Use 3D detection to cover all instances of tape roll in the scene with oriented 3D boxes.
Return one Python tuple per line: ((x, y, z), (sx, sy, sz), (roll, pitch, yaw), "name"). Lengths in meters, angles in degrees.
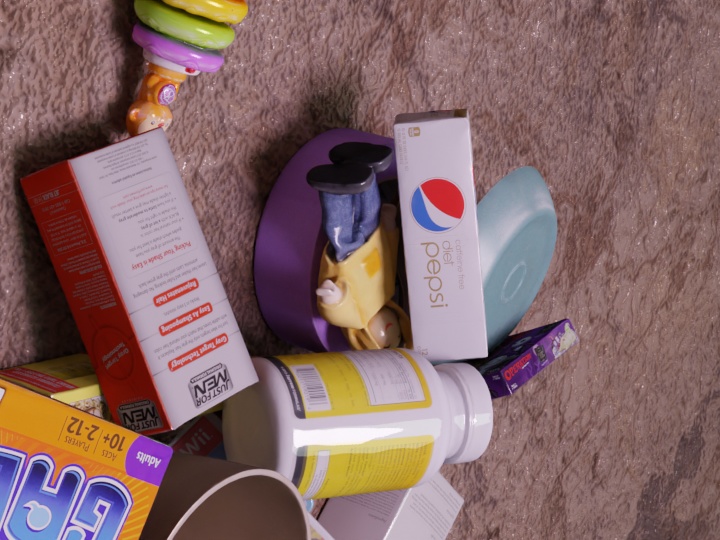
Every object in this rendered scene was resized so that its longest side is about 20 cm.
((-0.006, -0.022, 1.433), (0.200, 0.065, 0.201), (-25, 123, -48), "tape roll")

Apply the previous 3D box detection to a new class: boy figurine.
((0.000, 0.000, 1.337), (0.124, 0.064, 0.201), (-46, 136, -48), "boy figurine")

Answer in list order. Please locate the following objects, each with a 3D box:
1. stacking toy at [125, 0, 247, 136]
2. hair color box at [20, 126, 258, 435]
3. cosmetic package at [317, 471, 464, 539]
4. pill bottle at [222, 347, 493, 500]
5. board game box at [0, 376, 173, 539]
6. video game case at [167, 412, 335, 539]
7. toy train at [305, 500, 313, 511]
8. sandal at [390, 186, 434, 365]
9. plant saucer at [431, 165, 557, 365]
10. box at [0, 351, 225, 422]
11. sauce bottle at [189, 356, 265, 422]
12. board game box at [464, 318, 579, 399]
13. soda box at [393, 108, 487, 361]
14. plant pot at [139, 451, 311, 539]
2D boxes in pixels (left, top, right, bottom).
((-0.128, -0.185, 1.178), (0.116, 0.109, 0.201), (1, 113, -57), "stacking toy")
((-0.157, 0.009, 1.163), (0.101, 0.061, 0.201), (-27, 98, -49), "hair color box")
((0.008, 0.276, 1.558), (0.201, 0.084, 0.108), (-60, 143, -18), "cosmetic package")
((0.000, 0.119, 1.273), (0.199, 0.112, 0.113), (-2, 106, -30), "pill bottle")
((-0.279, 0.151, 0.995), (0.200, 0.199, 0.201), (33, 76, -54), "board game box")
((-0.103, 0.229, 1.277), (0.143, 0.200, 0.017), (-44, 178, -8), "video game case")
((-0.087, 0.231, 1.392), (0.151, 0.055, 0.200), (-55, -176, 6), "toy train")
((0.065, 0.002, 1.439), (0.080, 0.054, 0.201), (-31, 127, -45), "sandal")
((0.126, 0.004, 1.465), (0.200, 0.036, 0.201), (-46, 152, -32), "plant saucer")
((-0.184, 0.090, 1.220), (0.199, 0.075, 0.050), (-11, 111, -51), "box")
((-0.055, 0.105, 1.379), (0.199, 0.066, 0.066), (3, 101, -39), "sauce bottle")
((0.096, 0.100, 1.522), (0.120, 0.199, 0.032), (-26, 94, -45), "board game box")
((0.067, -0.030, 1.341), (0.068, 0.063, 0.201), (-74, 158, -78), "soda box")
((-0.171, 0.205, 1.172), (0.187, 0.199, 0.189), (-27, 124, -48), "plant pot")
